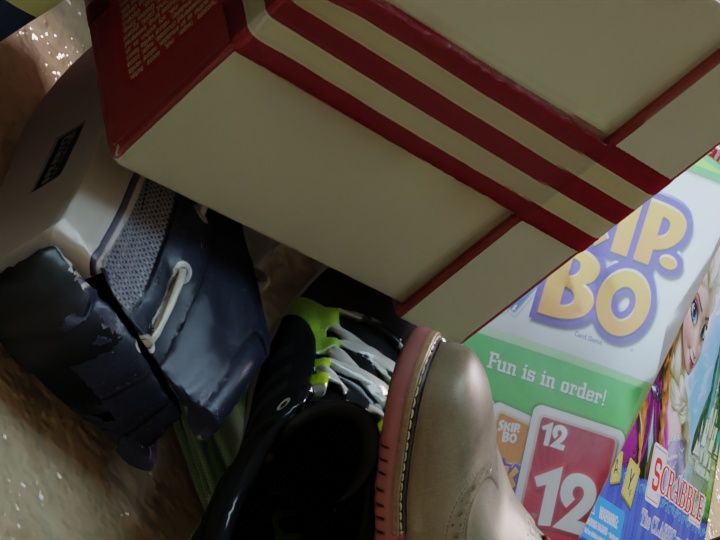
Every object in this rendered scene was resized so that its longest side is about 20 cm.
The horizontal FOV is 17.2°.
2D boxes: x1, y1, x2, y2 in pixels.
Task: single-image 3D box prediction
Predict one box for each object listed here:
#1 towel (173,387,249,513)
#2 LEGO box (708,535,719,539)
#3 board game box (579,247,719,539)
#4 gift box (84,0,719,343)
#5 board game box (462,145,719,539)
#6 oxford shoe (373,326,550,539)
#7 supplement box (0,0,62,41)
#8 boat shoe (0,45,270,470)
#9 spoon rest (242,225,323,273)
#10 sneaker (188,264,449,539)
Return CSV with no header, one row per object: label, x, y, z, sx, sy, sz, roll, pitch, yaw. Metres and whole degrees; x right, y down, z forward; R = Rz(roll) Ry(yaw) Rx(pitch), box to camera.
towel,0.004,0.136,0.846,0.149,0.031,0.201,12,51,-62
LEGO box,0.194,0.208,1.012,0.200,0.077,0.150,53,20,-60
board game box,0.115,0.028,1.002,0.200,0.041,0.201,35,63,-64
gift box,0.030,-0.116,0.783,0.186,0.184,0.201,28,41,-38
board game box,0.071,0.012,0.882,0.095,0.030,0.201,34,69,-16
oxford shoe,0.052,0.102,0.751,0.071,0.074,0.201,-64,148,-49
supplement box,-0.088,-0.214,0.693,0.134,0.199,0.201,34,36,-46
boat shoe,-0.068,-0.018,0.808,0.093,0.074,0.200,50,33,-21
spoon rest,0.000,0.000,0.915,0.099,0.061,0.200,32,13,28
sneaker,-0.005,0.061,0.764,0.071,0.083,0.200,29,50,-7
